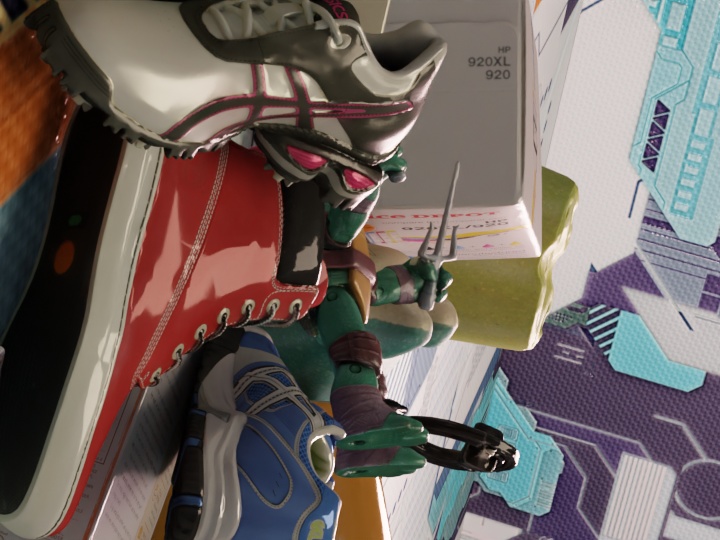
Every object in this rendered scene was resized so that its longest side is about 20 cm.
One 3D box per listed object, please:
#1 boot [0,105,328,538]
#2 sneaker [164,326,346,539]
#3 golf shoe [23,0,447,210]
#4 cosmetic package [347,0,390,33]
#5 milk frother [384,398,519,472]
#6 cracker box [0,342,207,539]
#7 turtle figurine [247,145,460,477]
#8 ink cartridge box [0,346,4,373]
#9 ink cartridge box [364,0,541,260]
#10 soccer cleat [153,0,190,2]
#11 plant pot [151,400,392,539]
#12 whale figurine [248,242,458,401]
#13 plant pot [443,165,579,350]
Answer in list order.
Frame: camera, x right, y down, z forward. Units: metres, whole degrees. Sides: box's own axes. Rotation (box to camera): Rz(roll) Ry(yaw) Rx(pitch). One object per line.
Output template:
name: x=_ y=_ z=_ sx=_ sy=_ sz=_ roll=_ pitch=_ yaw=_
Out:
boot: x=-0.082 y=0.033 z=0.911 sx=0.144 sy=0.072 sz=0.202 roll=25 pitch=78 yaw=-39
sneaker: x=-0.049 y=0.085 z=0.987 sx=0.200 sy=0.076 sz=0.076 roll=-91 pitch=-166 yaw=-68
golf shoe: x=-0.050 y=-0.093 z=0.860 sx=0.199 sy=0.077 sz=0.088 roll=12 pitch=127 yaw=-47
cosmetic package: x=-0.020 y=-0.196 z=1.000 sx=0.105 sy=0.070 sz=0.202 roll=-130 pitch=-130 yaw=-64
milk frother: x=-0.005 y=0.180 z=1.443 sx=0.180 sy=0.198 sz=0.190 roll=12 pitch=95 yaw=-85
cracker box: x=-0.129 y=0.094 z=0.990 sx=0.134 sy=0.057 sz=0.202 roll=86 pitch=22 yaw=-69
turtle figurine: x=0.000 y=0.000 z=1.066 sx=0.150 sy=0.100 sz=0.202 roll=42 pitch=40 yaw=-66
ink cartridge box: x=-0.195 y=0.138 z=0.724 sx=0.200 sy=0.043 sz=0.200 roll=-45 pitch=150 yaw=-69
ink cartridge box: x=0.039 y=-0.092 z=1.307 sx=0.200 sy=0.146 sz=0.146 roll=48 pitch=41 yaw=-78
soccer cleat: x=-0.086 y=-0.149 z=0.891 sx=0.201 sy=0.064 sz=0.084 roll=80 pitch=-2 yaw=-61
plant pot: x=-0.059 y=0.168 z=1.187 sx=0.200 sy=0.198 sz=0.185 roll=29 pitch=62 yaw=-80
whale figurine: x=-0.020 y=0.034 z=1.215 sx=0.200 sy=0.158 sz=0.105 roll=-151 pitch=-106 yaw=-73
plant pot: x=0.059 y=-0.027 z=1.513 sx=0.200 sy=0.183 sz=0.202 roll=17 pitch=90 yaw=-80
